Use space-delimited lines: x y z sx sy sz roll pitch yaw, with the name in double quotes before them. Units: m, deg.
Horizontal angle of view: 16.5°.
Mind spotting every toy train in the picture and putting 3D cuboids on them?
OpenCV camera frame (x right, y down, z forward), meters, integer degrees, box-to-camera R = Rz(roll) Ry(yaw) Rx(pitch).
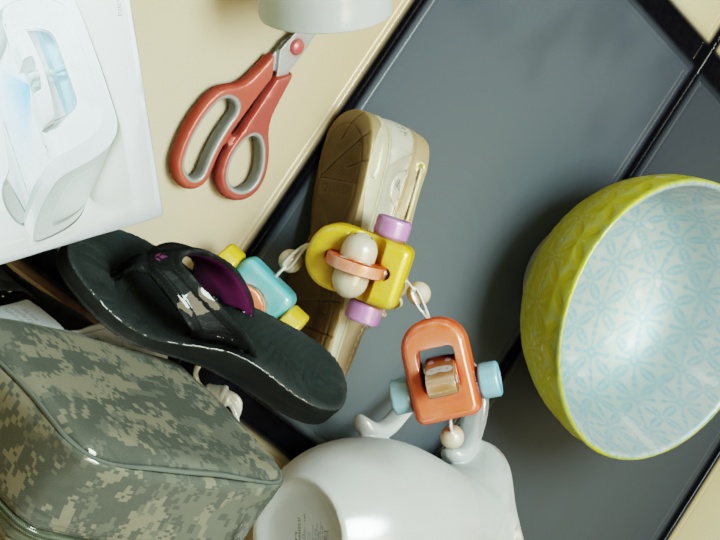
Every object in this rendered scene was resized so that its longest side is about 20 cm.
"toy train" -0.018 0.045 1.523 0.200 0.056 0.151 -7 92 8

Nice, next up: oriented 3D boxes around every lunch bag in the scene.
"lunch bag" -0.165 0.136 1.378 0.200 0.139 0.168 14 116 -54

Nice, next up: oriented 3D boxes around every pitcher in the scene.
"pitcher" 0.023 0.145 1.654 0.200 0.121 0.172 -1 87 -50

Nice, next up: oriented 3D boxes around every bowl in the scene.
"bowl" 0.176 0.020 1.722 0.200 0.108 0.201 -16 116 -35

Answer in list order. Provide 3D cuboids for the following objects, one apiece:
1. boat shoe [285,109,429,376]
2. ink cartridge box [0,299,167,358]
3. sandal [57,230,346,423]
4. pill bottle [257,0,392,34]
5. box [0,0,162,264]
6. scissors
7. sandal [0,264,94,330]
"boat shoe" 0.000 0.000 1.594 0.069 0.074 0.200 11 99 -35
"ink cartridge box" -0.201 0.111 1.461 0.173 0.044 0.200 -16 128 -44
"sandal" -0.084 0.021 1.432 0.200 0.075 0.048 28 124 -29
"pill bottle" -0.024 -0.246 1.454 0.111 0.111 0.200 -18 117 -33
"box" -0.218 -0.108 1.349 0.176 0.097 0.200 -18 110 -34
"scissors" -0.051 -0.133 1.540 0.073 0.014 0.200 30 88 -40
"sandal" -0.219 0.024 1.441 0.200 0.048 0.075 28 89 -42
